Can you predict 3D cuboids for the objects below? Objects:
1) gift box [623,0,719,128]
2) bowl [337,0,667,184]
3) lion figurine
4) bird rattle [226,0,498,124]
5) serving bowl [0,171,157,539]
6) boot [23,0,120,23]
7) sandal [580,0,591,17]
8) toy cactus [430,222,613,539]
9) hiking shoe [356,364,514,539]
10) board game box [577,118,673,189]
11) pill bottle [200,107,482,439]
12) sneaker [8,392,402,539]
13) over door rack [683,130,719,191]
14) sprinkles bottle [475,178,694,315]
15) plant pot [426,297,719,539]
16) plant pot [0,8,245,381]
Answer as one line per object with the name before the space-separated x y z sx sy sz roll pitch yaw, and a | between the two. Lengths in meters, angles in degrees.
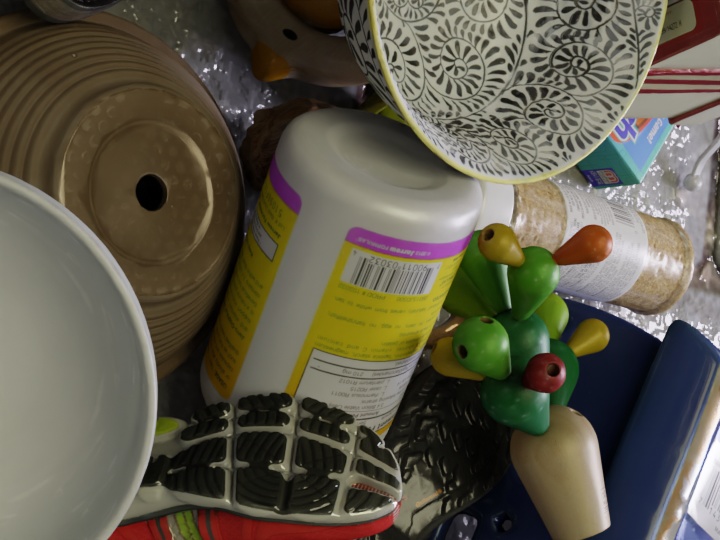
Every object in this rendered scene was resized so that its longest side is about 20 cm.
gift box | 0.198 -0.170 0.910 0.186 0.184 0.201 -6 86 -37
bowl | 0.054 -0.148 0.768 0.200 0.094 0.202 -10 106 -36
lion figurine | 0.000 0.000 0.861 0.122 0.072 0.201 -16 99 -40
bird rattle | 0.002 -0.175 0.863 0.163 0.113 0.201 -7 89 -23
serving bowl | -0.183 0.046 0.672 0.199 0.066 0.201 0 102 0
boot | -0.059 -0.185 0.740 0.069 0.174 0.200 61 33 -19
sandal | 0.092 -0.223 0.836 0.057 0.080 0.202 -5 82 -45
toy cactus | 0.097 0.054 0.797 0.102 0.200 0.166 -19 89 6
hiking shoe | 0.013 0.122 0.852 0.076 0.101 0.200 47 58 -11
board game box | 0.150 -0.177 1.013 0.200 0.045 0.152 48 60 -28
pill bottle | -0.019 0.027 0.778 0.104 0.104 0.200 -3 127 -39
sneaker | -0.072 0.114 0.739 0.077 0.199 0.085 -72 153 -51
over door rack | 0.310 -0.053 1.113 0.147 0.067 0.201 -7 71 -39
sprinkles bottle | 0.123 -0.021 0.967 0.200 0.068 0.069 15 78 -38
plant pot | 0.158 0.143 0.915 0.200 0.180 0.200 41 64 -31
plant pot | -0.125 -0.033 0.750 0.200 0.093 0.202 2 87 -39
